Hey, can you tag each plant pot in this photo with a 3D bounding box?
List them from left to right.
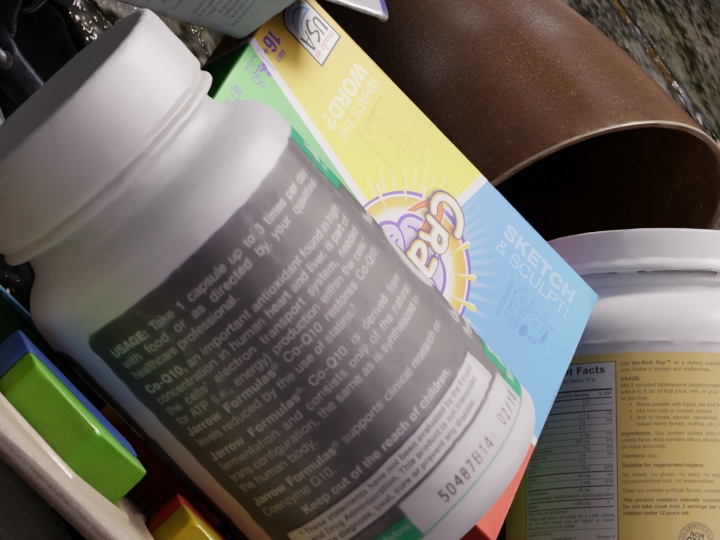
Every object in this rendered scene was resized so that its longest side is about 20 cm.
[{"bbox_3d":[0.057,-0.078,1.142,0.187,0.187,0.200,23,30,-52],"label":"plant pot"}]

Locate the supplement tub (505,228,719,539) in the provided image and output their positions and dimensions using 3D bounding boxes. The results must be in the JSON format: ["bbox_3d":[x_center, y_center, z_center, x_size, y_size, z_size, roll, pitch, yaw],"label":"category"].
[{"bbox_3d":[0.138,0.090,1.033,0.145,0.145,0.201,17,70,-55],"label":"supplement tub"}]

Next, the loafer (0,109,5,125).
[{"bbox_3d":[-0.188,-0.107,0.834,0.063,0.072,0.200,-70,136,-80],"label":"loafer"}]

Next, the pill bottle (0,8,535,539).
[{"bbox_3d":[-0.042,0.014,0.774,0.200,0.113,0.113,48,29,-15],"label":"pill bottle"}]

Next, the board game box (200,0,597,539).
[{"bbox_3d":[0.000,0.000,0.912,0.200,0.040,0.153,45,45,-18],"label":"board game box"}]

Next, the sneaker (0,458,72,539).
[{"bbox_3d":[-0.108,0.152,0.729,0.200,0.076,0.088,50,39,-10],"label":"sneaker"}]

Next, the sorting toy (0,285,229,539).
[{"bbox_3d":[-0.087,0.069,0.770,0.200,0.036,0.185,53,-5,-23],"label":"sorting toy"}]

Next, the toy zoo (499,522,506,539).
[{"bbox_3d":[0.094,0.145,1.142,0.131,0.020,0.200,43,32,-34],"label":"toy zoo"}]

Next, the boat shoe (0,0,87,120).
[{"bbox_3d":[-0.146,-0.105,0.888,0.200,0.068,0.072,62,26,-2],"label":"boat shoe"}]

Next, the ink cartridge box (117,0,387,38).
[{"bbox_3d":[-0.097,-0.187,0.903,0.200,0.043,0.197,16,45,-38],"label":"ink cartridge box"}]
